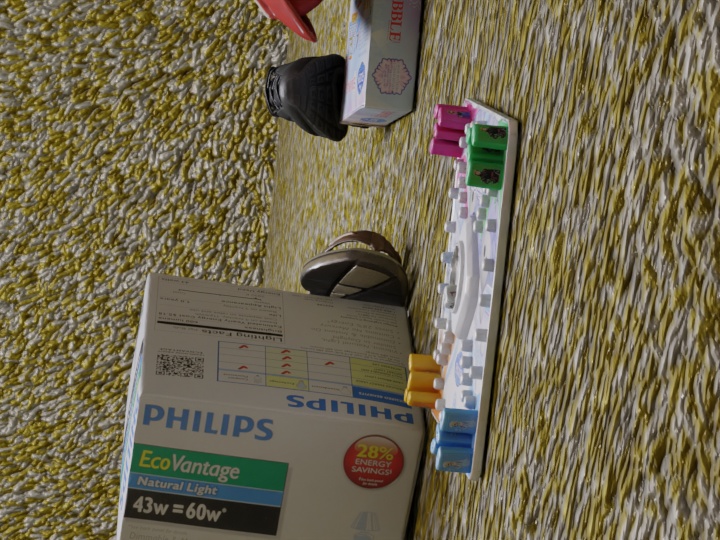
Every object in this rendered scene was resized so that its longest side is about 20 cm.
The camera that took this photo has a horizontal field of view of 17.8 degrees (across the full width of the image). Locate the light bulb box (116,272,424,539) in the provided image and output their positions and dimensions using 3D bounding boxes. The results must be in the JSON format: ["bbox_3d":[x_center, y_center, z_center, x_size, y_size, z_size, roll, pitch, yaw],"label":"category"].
[{"bbox_3d":[-0.065,0.107,1.609,0.200,0.197,0.125,-96,15,-66],"label":"light bulb box"}]

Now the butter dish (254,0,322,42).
[{"bbox_3d":[-0.053,-0.300,1.806,0.200,0.148,0.199,54,-175,-15],"label":"butter dish"}]

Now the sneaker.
[{"bbox_3d":[-0.047,-0.152,2.004,0.200,0.090,0.076,-4,-81,-77],"label":"sneaker"}]

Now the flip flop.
[{"bbox_3d":[0.000,0.000,1.750,0.200,0.081,0.058,96,-167,-83],"label":"flip flop"}]

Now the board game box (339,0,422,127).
[{"bbox_3d":[0.020,-0.221,1.855,0.200,0.041,0.200,-173,89,-84],"label":"board game box"}]

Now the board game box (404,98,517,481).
[{"bbox_3d":[0.056,0.004,1.347,0.200,0.026,0.201,-119,34,-81],"label":"board game box"}]
